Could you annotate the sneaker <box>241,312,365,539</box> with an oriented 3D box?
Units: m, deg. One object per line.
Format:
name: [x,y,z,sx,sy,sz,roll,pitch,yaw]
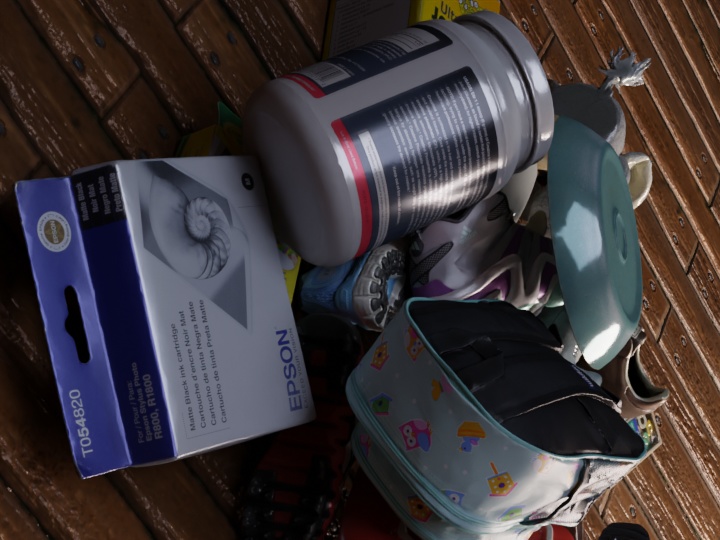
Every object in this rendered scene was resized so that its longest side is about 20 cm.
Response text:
sneaker: [-0.034,0.137,1.175,0.098,0.070,0.202,43,58,-69]

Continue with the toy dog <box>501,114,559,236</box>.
toy dog: [0.122,-0.062,1.359,0.096,0.131,0.202,46,32,-76]

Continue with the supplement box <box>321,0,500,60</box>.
supplement box: [0.039,-0.159,1.337,0.109,0.108,0.201,32,55,-42]

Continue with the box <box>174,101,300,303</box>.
box: [-0.099,-0.015,1.165,0.117,0.048,0.201,38,53,-38]

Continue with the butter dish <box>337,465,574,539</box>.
butter dish: [0.051,0.243,1.204,0.199,0.148,0.200,33,28,-6]

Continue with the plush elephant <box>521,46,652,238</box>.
plush elephant: [0.197,-0.110,1.513,0.200,0.165,0.155,-41,157,-14]

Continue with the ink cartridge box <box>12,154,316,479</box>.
ink cartridge box: [-0.124,0.024,1.054,0.199,0.040,0.201,-10,86,-51]

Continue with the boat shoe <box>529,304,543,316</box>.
boat shoe: [0.121,0.057,1.420,0.071,0.076,0.201,26,54,-6]

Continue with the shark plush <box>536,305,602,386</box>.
shark plush: [0.127,0.072,1.301,0.199,0.084,0.091,-23,54,-35]

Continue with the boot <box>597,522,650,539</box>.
boot: [0.230,0.351,1.434,0.165,0.065,0.201,-54,148,-32]

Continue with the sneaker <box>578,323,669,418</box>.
sneaker: [0.237,0.049,1.516,0.070,0.075,0.201,-45,115,-48]

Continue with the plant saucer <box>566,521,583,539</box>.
plant saucer: [0.181,0.169,1.425,0.200,0.034,0.202,-4,90,-80]

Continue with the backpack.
backpack: [0.081,0.109,1.114,0.176,0.153,0.200,52,16,26]

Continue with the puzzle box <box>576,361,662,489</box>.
puzzle box: [0.242,0.106,1.588,0.133,0.025,0.202,-26,100,-52]

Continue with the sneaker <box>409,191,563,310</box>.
sneaker: [0.115,-0.036,1.262,0.199,0.077,0.141,-18,102,-41]

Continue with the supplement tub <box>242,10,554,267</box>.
supplement tub: [0.027,-0.100,1.147,0.199,0.140,0.141,-24,99,-23]

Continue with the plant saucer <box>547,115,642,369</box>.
plant saucer: [0.189,-0.025,1.232,0.200,0.036,0.202,-9,90,-70]

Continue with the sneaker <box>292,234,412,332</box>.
sneaker: [0.000,0.000,1.261,0.200,0.089,0.079,-20,110,-74]
